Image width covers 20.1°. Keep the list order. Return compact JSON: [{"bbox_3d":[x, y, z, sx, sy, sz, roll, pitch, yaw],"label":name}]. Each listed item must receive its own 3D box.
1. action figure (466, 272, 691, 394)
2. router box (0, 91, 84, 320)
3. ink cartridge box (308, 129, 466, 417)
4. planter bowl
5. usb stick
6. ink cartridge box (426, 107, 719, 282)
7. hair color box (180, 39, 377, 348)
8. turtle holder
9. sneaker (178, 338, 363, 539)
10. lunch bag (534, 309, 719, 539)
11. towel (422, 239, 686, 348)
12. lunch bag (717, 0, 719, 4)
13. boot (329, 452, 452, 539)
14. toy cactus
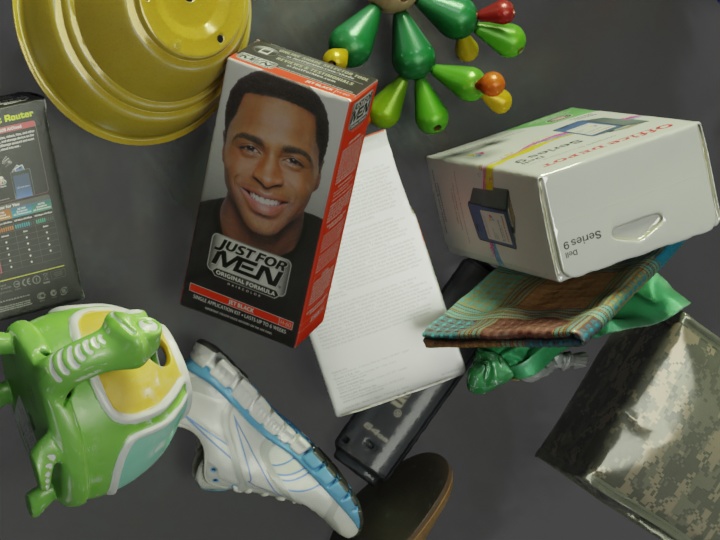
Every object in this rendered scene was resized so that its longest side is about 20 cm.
[{"bbox_3d":[0.152,0.044,1.604,0.199,0.118,0.055,-29,138,-35],"label":"action figure"},{"bbox_3d":[-0.308,-0.032,1.441,0.199,0.062,0.151,-14,105,-20],"label":"router box"},{"bbox_3d":[0.000,0.000,1.568,0.108,0.050,0.201,-18,101,0],"label":"ink cartridge box"},{"bbox_3d":[-0.140,-0.192,1.445,0.199,0.083,0.202,0,90,-37],"label":"planter bowl"},{"bbox_3d":[0.053,0.079,1.627,0.055,0.033,0.201,36,84,-3],"label":"usb stick"},{"bbox_3d":[0.160,-0.062,1.560,0.144,0.200,0.088,-19,106,-19],"label":"ink cartridge box"},{"bbox_3d":[-0.061,-0.056,1.486,0.101,0.061,0.201,19,115,15],"label":"hair color box"},{"bbox_3d":[-0.194,0.078,1.452,0.131,0.141,0.187,-18,133,-20],"label":"turtle holder"},{"bbox_3d":[-0.082,0.147,1.571,0.087,0.075,0.200,-46,105,-2],"label":"sneaker"},{"bbox_3d":[0.277,0.144,1.691,0.199,0.117,0.165,34,84,-19],"label":"lunch bag"},{"bbox_3d":[0.153,0.008,1.553,0.200,0.146,0.022,-38,118,-48],"label":"towel"},{"bbox_3d":[0.322,-0.289,1.591,0.094,0.200,0.151,-45,113,-9],"label":"lunch bag"},{"bbox_3d":[0.016,0.236,1.630,0.075,0.074,0.200,37,91,-39],"label":"boot"},{"bbox_3d":[0.033,-0.183,1.554,0.199,0.102,0.166,-17,96,-11],"label":"toy cactus"}]
